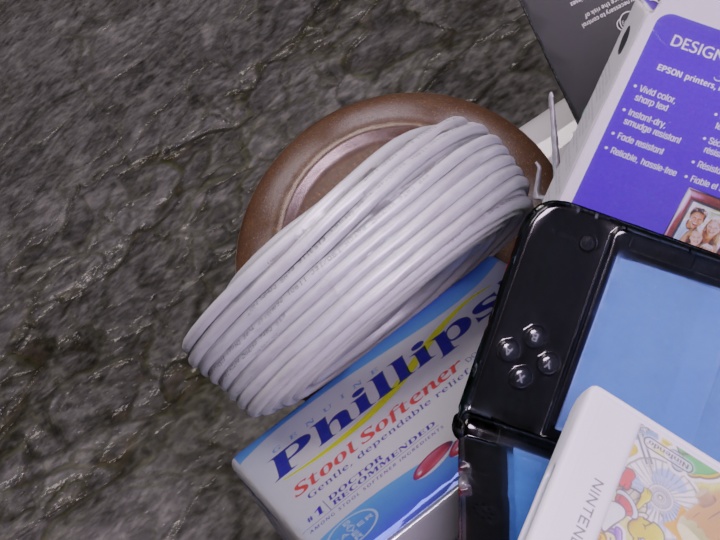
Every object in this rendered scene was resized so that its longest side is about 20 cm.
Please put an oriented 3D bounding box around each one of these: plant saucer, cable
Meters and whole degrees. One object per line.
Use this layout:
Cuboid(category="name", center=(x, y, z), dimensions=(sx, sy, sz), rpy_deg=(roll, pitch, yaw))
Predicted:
Cuboid(category="plant saucer", center=(0.023, -0.011, 1.536), dimensions=(0.199, 0.037, 0.202), rpy_deg=(-3, 73, 9))
Cuboid(category="cable", center=(0.000, 0.000, 1.414), dimensions=(0.200, 0.069, 0.200), rpy_deg=(-39, -5, -2))

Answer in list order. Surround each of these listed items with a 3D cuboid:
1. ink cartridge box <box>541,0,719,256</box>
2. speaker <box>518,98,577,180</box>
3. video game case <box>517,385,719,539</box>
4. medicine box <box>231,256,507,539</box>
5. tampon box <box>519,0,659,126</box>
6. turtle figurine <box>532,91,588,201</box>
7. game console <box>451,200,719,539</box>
Cuboid(category="ink cartridge box", center=(0.199, -0.050, 1.254), dimensions=(0.044, 0.197, 0.201), rpy_deg=(-92, 23, -57))
Cuboid(category="speaker", center=(0.074, -0.023, 1.593), dimensions=(0.199, 0.081, 0.081), rpy_deg=(-34, 28, -1))
Cuboid(category="video game case", center=(0.150, 0.163, 1.123), dimensions=(0.023, 0.199, 0.182), rpy_deg=(-52, 7, 47))
Cuboid(category="medicine box", center=(0.054, 0.104, 1.359), dimensions=(0.182, 0.103, 0.200), rpy_deg=(-38, 21, -7))
Cuboid(category="tampon box", center=(0.176, -0.119, 1.466), dimensions=(0.126, 0.201, 0.150), rpy_deg=(-25, -3, 13))
Cuboid(category="turtle figurine", center=(0.151, -0.030, 1.347), dimensions=(0.149, 0.201, 0.101), rpy_deg=(-23, 21, 21))
Cuboid(category="game console", center=(0.151, 0.081, 1.206), dimensions=(0.119, 0.199, 0.174), rpy_deg=(-145, 74, -77))
